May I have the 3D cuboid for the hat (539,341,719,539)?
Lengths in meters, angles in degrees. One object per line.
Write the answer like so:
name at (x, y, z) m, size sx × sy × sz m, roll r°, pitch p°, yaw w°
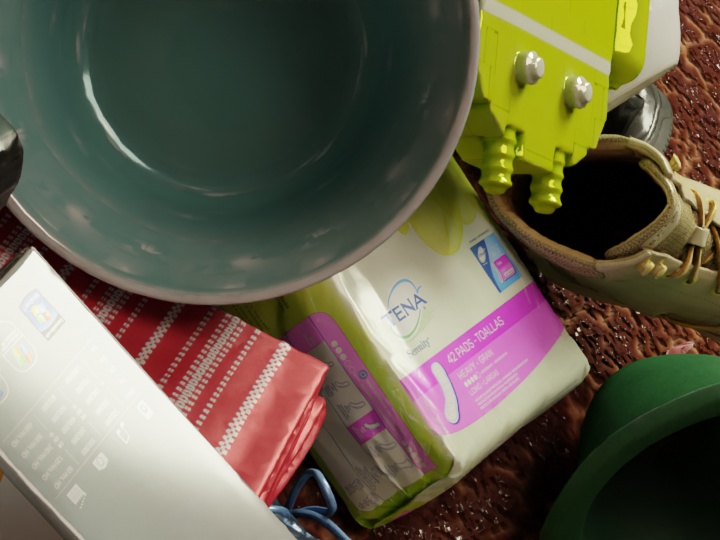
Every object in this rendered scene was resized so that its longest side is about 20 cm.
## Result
hat at (0.137, 0.048, 1.164) m, size 0.165 × 0.201 × 0.177 m, roll -6°, pitch 50°, yaw -16°

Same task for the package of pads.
package of pads at (0.000, 0.000, 1.090) m, size 0.201 × 0.068 × 0.154 m, roll 56°, pitch 34°, yaw 2°

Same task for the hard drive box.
hard drive box at (-0.101, 0.118, 0.801) m, size 0.200 × 0.156 × 0.077 m, roll 48°, pitch 36°, yaw -9°

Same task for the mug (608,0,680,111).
mug at (0.058, -0.143, 1.226) m, size 0.199 × 0.148 × 0.176 m, roll -31°, pitch 88°, yaw -24°

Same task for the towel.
towel at (-0.116, 0.038, 0.899) m, size 0.199 × 0.023 × 0.145 m, roll 27°, pitch 36°, yaw 1°

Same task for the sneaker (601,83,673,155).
sneaker at (0.114, -0.133, 1.341) m, size 0.104 × 0.060 × 0.200 m, roll 37°, pitch 34°, yaw -26°

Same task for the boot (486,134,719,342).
boot at (0.164, -0.012, 1.162) m, size 0.155 × 0.199 × 0.073 m, roll 35°, pitch 71°, yaw -73°

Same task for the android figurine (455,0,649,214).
android figurine at (0.075, -0.127, 1.069) m, size 0.182 × 0.041 × 0.201 m, roll 21°, pitch 72°, yaw -56°

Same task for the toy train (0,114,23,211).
toy train at (-0.205, -0.029, 0.843) m, size 0.114 × 0.085 × 0.200 m, roll 42°, pitch 36°, yaw 4°

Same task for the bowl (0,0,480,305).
bowl at (-0.055, -0.089, 0.963) m, size 0.201 × 0.200 × 0.105 m, roll 54°, pitch 1°, yaw -1°

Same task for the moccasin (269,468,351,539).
moccasin at (-0.048, 0.102, 0.940) m, size 0.199 × 0.080 × 0.069 m, roll 30°, pitch 44°, yaw -33°
